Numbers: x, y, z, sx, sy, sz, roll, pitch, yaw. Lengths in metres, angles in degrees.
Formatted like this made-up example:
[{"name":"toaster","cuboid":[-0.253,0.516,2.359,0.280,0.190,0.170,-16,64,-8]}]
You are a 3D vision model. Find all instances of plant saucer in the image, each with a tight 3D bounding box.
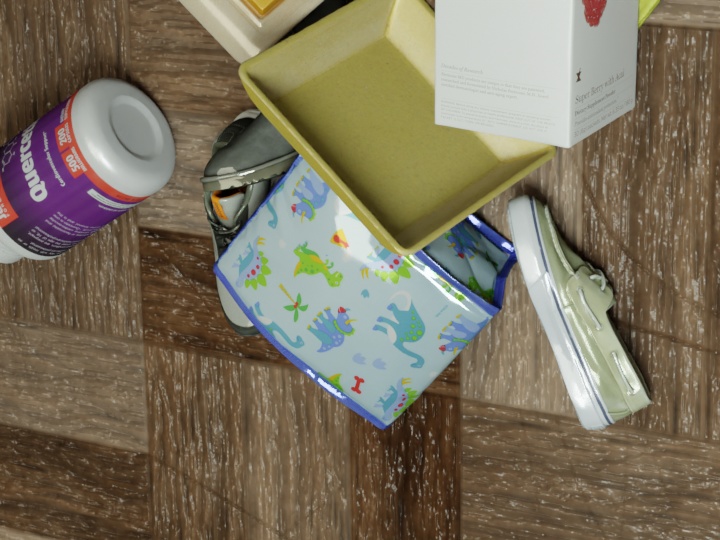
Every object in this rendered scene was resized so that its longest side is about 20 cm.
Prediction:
[{"name":"plant saucer","cuboid":[0.025,-0.114,1.677,0.200,0.200,0.048,48,142,10]}]

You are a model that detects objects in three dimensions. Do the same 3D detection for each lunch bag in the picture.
[{"name":"lunch bag","cuboid":[0.000,0.000,1.740,0.200,0.128,0.170,35,122,-9]}]

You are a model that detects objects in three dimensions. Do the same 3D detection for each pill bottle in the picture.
[{"name":"pill bottle","cuboid":[-0.266,-0.082,1.900,0.200,0.112,0.113,-30,88,34]}]

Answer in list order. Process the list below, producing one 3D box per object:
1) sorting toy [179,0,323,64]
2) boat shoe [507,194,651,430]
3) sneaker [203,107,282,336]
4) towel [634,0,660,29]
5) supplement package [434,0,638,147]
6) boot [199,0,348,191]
[{"name":"sorting toy","cuboid":[-0.081,-0.295,1.705,0.200,0.036,0.185,-43,84,-5]},{"name":"boat shoe","cuboid":[0.175,0.028,1.704,0.062,0.072,0.201,-21,97,9]},{"name":"sneaker","cuboid":[-0.106,-0.037,1.838,0.074,0.079,0.201,10,110,27]},{"name":"towel","cuboid":[0.146,-0.256,1.659,0.200,0.018,0.086,45,127,11]},{"name":"supplement package","cuboid":[0.134,-0.211,1.597,0.119,0.121,0.201,12,116,30]},{"name":"boot","cuboid":[-0.080,-0.182,1.747,0.181,0.073,0.201,-23,99,-10]}]
